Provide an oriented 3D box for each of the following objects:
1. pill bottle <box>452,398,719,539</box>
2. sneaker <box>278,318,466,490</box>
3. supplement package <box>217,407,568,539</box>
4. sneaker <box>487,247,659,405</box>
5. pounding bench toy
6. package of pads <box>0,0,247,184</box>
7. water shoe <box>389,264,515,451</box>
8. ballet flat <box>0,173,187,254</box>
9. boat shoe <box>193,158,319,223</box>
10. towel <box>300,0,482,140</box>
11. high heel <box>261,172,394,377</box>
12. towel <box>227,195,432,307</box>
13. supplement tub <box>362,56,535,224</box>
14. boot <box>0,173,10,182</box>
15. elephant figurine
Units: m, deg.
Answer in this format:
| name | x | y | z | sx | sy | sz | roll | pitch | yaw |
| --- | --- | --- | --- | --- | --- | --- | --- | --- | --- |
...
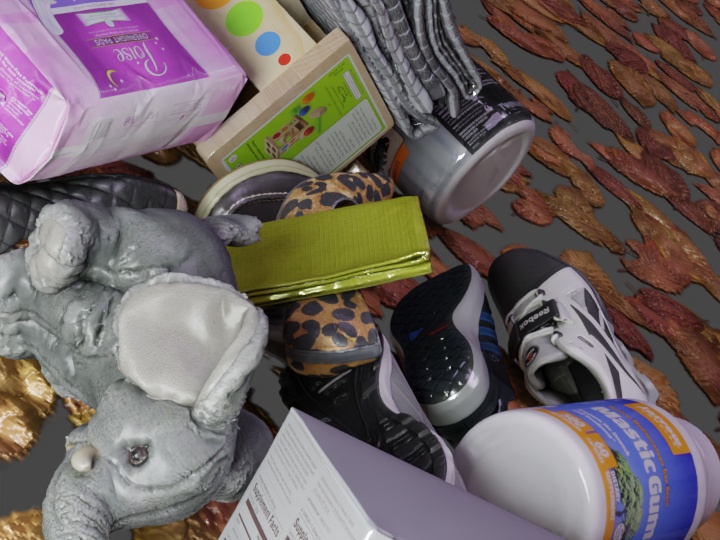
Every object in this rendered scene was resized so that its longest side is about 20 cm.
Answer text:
| name | x | y | z | sx | sy | sz | roll | pitch | yaw |
| --- | --- | --- | --- | --- | --- | --- | --- | --- | --- |
| pill bottle | 0.150 | 0.138 | 1.065 | 0.200 | 0.112 | 0.112 | 0 | 43 | -53 |
| sneaker | 0.009 | 0.101 | 1.012 | 0.079 | 0.074 | 0.200 | 57 | 2 | -39 |
| supplement package | 0.041 | 0.174 | 0.801 | 0.199 | 0.111 | 0.156 | 28 | 6 | -21 |
| sneaker | 0.147 | 0.053 | 1.259 | 0.088 | 0.074 | 0.200 | 11 | 35 | -48 |
| pounding bench toy | -0.073 | -0.126 | 1.214 | 0.156 | 0.124 | 0.200 | 49 | -3 | 27 |
| package of pads | -0.165 | -0.124 | 1.009 | 0.121 | 0.076 | 0.200 | 47 | 28 | 10 |
| water shoe | 0.065 | 0.067 | 1.159 | 0.079 | 0.071 | 0.200 | 59 | 16 | -20 |
| ballet flat | -0.178 | -0.025 | 0.997 | 0.199 | 0.066 | 0.057 | -8 | 81 | -51 |
| boat shoe | -0.034 | -0.029 | 1.162 | 0.065 | 0.073 | 0.200 | 44 | 24 | 28 |
| towel | 0.000 | -0.204 | 1.182 | 0.166 | 0.085 | 0.200 | 49 | -3 | 38 |
| high heel | 0.000 | 0.000 | 1.053 | 0.142 | 0.072 | 0.200 | 15 | 38 | 35 |
| towel | -0.059 | -0.008 | 1.003 | 0.199 | 0.018 | 0.086 | -10 | 34 | 1 |
| supplement tub | 0.039 | -0.145 | 1.410 | 0.200 | 0.123 | 0.122 | 46 | 25 | 19 |
| boot | -0.281 | -0.131 | 1.009 | 0.200 | 0.075 | 0.097 | 50 | 24 | 23 |
| elephant figurine | -0.100 | 0.067 | 0.840 | 0.141 | 0.155 | 0.200 | 29 | 21 | -54 |
